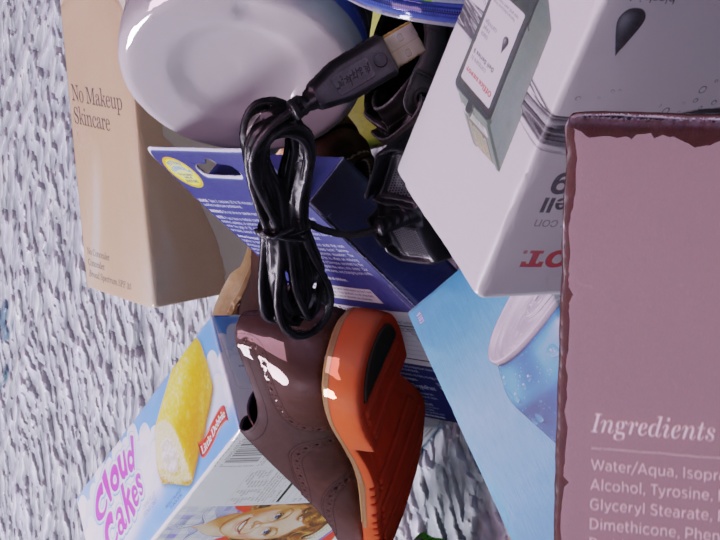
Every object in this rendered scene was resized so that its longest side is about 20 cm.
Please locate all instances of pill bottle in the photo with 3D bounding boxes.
[{"bbox_3d":[-0.045,-0.165,1.287,0.114,0.113,0.201,126,157,-47],"label":"pill bottle"}]

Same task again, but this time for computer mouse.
[{"bbox_3d":[0.035,-0.062,1.145,0.141,0.199,0.046,77,165,-47],"label":"computer mouse"}]

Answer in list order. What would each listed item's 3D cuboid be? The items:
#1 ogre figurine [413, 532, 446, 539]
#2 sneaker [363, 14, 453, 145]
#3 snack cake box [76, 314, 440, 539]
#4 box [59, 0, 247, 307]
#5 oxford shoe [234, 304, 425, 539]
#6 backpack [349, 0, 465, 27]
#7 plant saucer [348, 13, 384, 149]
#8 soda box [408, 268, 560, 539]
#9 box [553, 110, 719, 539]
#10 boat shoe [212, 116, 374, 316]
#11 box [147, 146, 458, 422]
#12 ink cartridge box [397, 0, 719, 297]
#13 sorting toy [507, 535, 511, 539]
[{"bbox_3d":[0.033,0.236,1.291,0.120,0.098,0.200,-48,63,28],"label":"ogre figurine"},{"bbox_3d":[0.055,-0.040,1.235,0.071,0.099,0.201,-33,63,55],"label":"sneaker"},{"bbox_3d":[-0.056,0.100,1.423,0.200,0.115,0.067,-51,47,48],"label":"snack cake box"},{"bbox_3d":[-0.109,-0.088,1.525,0.095,0.077,0.201,12,110,59],"label":"box"},{"bbox_3d":[-0.014,0.073,1.294,0.200,0.072,0.071,80,-154,-54],"label":"oxford shoe"},{"bbox_3d":[0.045,-0.177,1.146,0.183,0.199,0.148,30,116,57],"label":"backpack"},{"bbox_3d":[0.016,-0.161,1.377,0.200,0.031,0.201,3,94,61],"label":"plant saucer"},{"bbox_3d":[0.096,0.082,1.113,0.068,0.064,0.200,-41,56,25],"label":"soda box"},{"bbox_3d":[0.170,0.051,0.901,0.164,0.166,0.201,3,93,33],"label":"box"},{"bbox_3d":[-0.022,-0.004,1.397,0.070,0.070,0.200,51,154,18],"label":"boat shoe"},{"bbox_3d":[0.000,0.000,1.264,0.032,0.200,0.121,-53,25,-15],"label":"box"},{"bbox_3d":[0.120,-0.090,1.068,0.084,0.145,0.200,59,140,41],"label":"ink cartridge box"},{"bbox_3d":[0.118,0.154,1.170,0.200,0.036,0.186,54,136,39],"label":"sorting toy"}]
